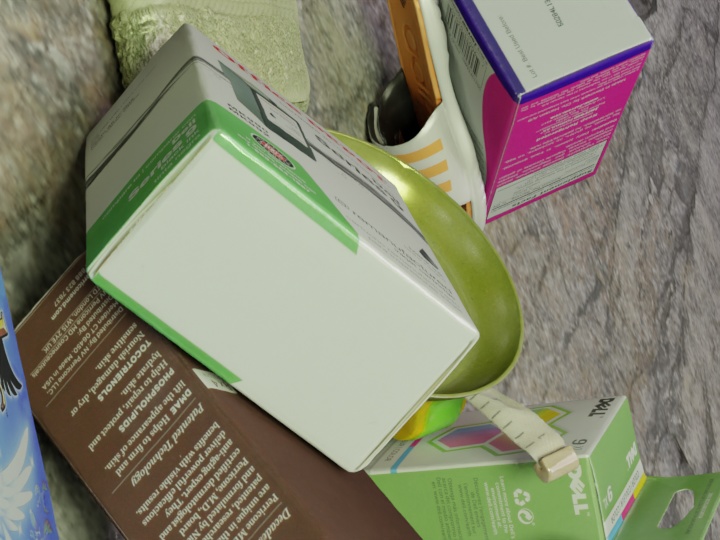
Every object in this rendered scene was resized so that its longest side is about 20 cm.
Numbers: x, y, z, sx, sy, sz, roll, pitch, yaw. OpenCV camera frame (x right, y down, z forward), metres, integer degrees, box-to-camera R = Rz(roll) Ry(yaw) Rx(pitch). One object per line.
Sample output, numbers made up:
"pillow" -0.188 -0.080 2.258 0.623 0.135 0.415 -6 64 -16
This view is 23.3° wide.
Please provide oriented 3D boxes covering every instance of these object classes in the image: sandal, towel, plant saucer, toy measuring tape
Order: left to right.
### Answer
"towel" -0.085 -0.157 0.968 0.200 0.036 0.149 -10 85 -66
"plant saucer" 0.000 0.000 0.972 0.200 0.031 0.200 23 38 -19
"sandal" 0.030 -0.108 1.156 0.079 0.059 0.207 -133 -157 -59
"toy measuring tape" 0.051 0.082 1.004 0.200 0.074 0.074 38 -6 43

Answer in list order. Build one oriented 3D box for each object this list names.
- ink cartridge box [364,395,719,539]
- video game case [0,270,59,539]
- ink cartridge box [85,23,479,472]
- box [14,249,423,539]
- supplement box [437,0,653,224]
"ink cartridge box" 0.106 0.120 1.020 0.104 0.200 0.059 -36 116 -64
"video game case" -0.154 0.069 0.583 0.181 0.045 0.200 -78 161 -71
"ink cartridge box" -0.044 -0.019 0.781 0.146 0.084 0.200 38 10 -20
"box" -0.056 0.086 0.732 0.200 0.075 0.100 48 12 27
"supplement box" 0.109 -0.126 1.161 0.101 0.103 0.200 62 -15 18
